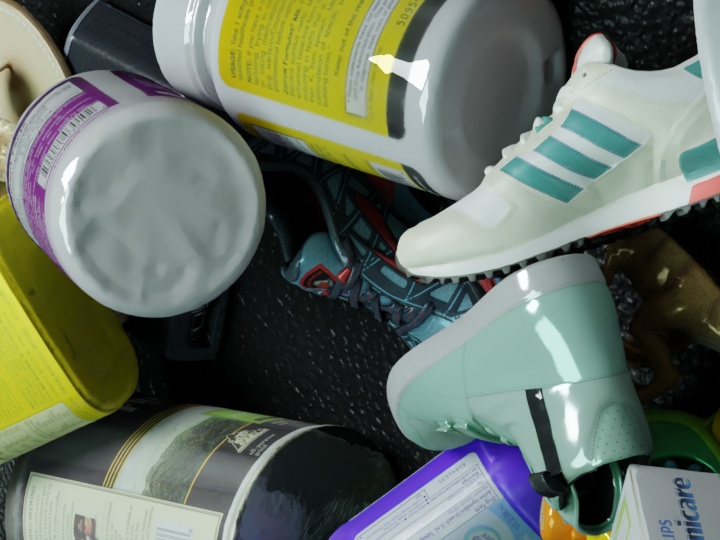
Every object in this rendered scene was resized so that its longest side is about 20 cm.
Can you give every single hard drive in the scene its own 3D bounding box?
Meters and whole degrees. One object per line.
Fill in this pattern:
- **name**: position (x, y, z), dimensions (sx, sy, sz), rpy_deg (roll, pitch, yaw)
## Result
- **hard drive**: position (-0.134, -0.049, 1.378), dimensions (0.135, 0.042, 0.200), rpy_deg (30, 129, 32)

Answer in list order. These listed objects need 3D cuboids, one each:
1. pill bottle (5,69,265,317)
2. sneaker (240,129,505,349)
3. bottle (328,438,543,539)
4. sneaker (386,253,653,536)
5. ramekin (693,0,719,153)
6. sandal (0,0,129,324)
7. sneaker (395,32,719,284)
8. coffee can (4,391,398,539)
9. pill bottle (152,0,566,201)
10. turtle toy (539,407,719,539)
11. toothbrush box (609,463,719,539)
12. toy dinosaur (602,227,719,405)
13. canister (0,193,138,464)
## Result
- **pill bottle**: position (-0.128, -0.048, 1.218), dimensions (0.200, 0.112, 0.113), rpy_deg (-147, 42, -69)
- **sneaker**: position (0.000, 0.000, 1.230), dimensions (0.200, 0.095, 0.079), rpy_deg (49, 137, 15)
- **bottle**: position (0.022, 0.162, 1.229), dimensions (0.084, 0.200, 0.065), rpy_deg (46, -170, -45)
- **sneaker**: position (0.075, 0.083, 1.110), dimensions (0.200, 0.074, 0.119), rpy_deg (130, 127, -62)
- **ramekin**: position (0.214, -0.068, 0.919), dimensions (0.200, 0.097, 0.201), rpy_deg (164, 90, -85)
- **sandal**: position (-0.202, -0.053, 1.359), dimensions (0.078, 0.070, 0.212), rpy_deg (-7, 105, 46)
- **sneaker**: position (0.104, -0.058, 1.076), dimensions (0.199, 0.070, 0.094), rpy_deg (-19, 86, 15)
- **coffee can**: position (-0.094, 0.153, 1.367), dimensions (0.200, 0.146, 0.147), rpy_deg (6, 115, 43)
- **pill bottle**: position (-0.005, -0.112, 1.164), dimensions (0.200, 0.114, 0.115), rpy_deg (20, 123, 37)
- **turtle toy**: position (0.165, 0.156, 1.140), dimensions (0.146, 0.101, 0.200), rpy_deg (-16, 105, 48)
- **toothbrush box**: position (0.208, 0.179, 1.036), dimensions (0.199, 0.086, 0.146), rpy_deg (5, 120, -6)
- **toy dinosaur**: position (0.159, 0.019, 1.102), dimensions (0.200, 0.060, 0.106), rpy_deg (44, 125, 22)
- **canister**: position (-0.247, 0.055, 1.353), dimensions (0.200, 0.087, 0.149), rpy_deg (-25, 102, 27)
